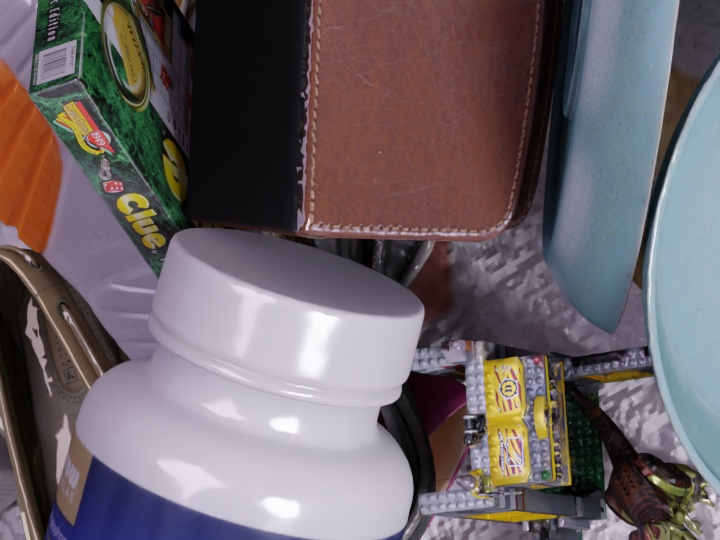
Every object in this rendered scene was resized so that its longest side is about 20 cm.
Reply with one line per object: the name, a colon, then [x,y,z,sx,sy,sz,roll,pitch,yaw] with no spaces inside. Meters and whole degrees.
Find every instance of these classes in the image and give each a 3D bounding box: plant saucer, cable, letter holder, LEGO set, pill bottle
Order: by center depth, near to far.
plant saucer: [0.162,-0.013,0.945,0.036,0.199,0.201,21,94,54]
plant saucer: [0.082,-0.081,0.950,0.027,0.200,0.202,8,87,1]
letter holder: [0.027,-0.112,0.980,0.100,0.141,0.202,-171,83,-65]
pill bottle: [-0.048,0.094,0.992,0.119,0.119,0.201,23,104,30]
LEGO set: [0.090,0.095,1.000,0.153,0.116,0.202,1,84,29]
cable: [0.000,0.000,1.057,0.096,0.050,0.201,11,75,9]

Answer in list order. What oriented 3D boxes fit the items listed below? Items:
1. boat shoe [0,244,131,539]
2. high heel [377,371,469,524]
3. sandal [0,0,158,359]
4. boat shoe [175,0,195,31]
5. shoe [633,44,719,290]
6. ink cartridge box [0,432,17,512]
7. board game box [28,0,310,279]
boat shoe: [-0.107,0.087,1.143,0.073,0.063,0.202,-20,74,26]
high heel: [-0.010,0.133,1.082,0.095,0.067,0.201,2,71,40]
sandal: [-0.100,-0.036,1.144,0.079,0.059,0.207,-31,100,30]
boat shoe: [-0.067,-0.103,1.143,0.199,0.068,0.075,32,97,27]
shoe: [0.160,-0.067,0.997,0.200,0.070,0.053,-42,54,-7]
ink cartridge box: [-0.241,0.113,1.185,0.200,0.115,0.068,-41,66,18]
board game box: [-0.063,-0.038,1.044,0.023,0.200,0.105,-13,48,17]
